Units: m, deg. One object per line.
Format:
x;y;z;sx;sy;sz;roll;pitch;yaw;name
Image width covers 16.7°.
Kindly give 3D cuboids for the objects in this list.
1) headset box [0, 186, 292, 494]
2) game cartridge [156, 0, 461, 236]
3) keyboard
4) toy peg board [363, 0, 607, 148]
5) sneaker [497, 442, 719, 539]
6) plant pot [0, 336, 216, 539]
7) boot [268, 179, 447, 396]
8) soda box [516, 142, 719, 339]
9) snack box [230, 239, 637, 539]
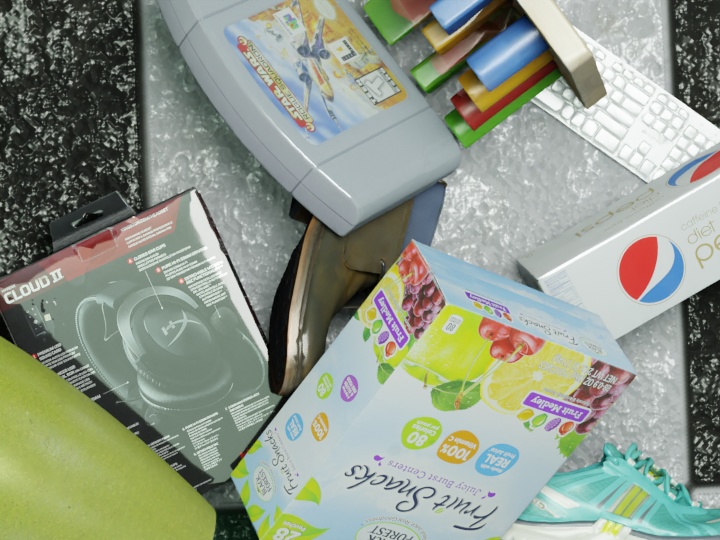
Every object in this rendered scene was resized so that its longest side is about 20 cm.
-0.138;0.050;1.575;0.148;0.077;0.201;-25;89;-2;headset box
-0.036;-0.121;1.553;0.200;0.133;0.042;52;129;7;game cartridge
0.154;-0.117;1.620;0.199;0.011;0.056;35;88;0;keyboard
0.053;-0.171;1.518;0.098;0.199;0.201;-37;83;5;toy peg board
0.178;0.152;1.586;0.198;0.078;0.080;6;80;-1;sneaker
-0.195;0.146;1.466;0.199;0.187;0.188;25;88;-13;plant pot
0.000;0.000;1.552;0.096;0.075;0.201;16;56;-10;boot
0.205;-0.024;1.586;0.199;0.068;0.064;-29;104;-2;soda box
0.045;0.096;1.511;0.168;0.068;0.200;20;119;-37;snack box
